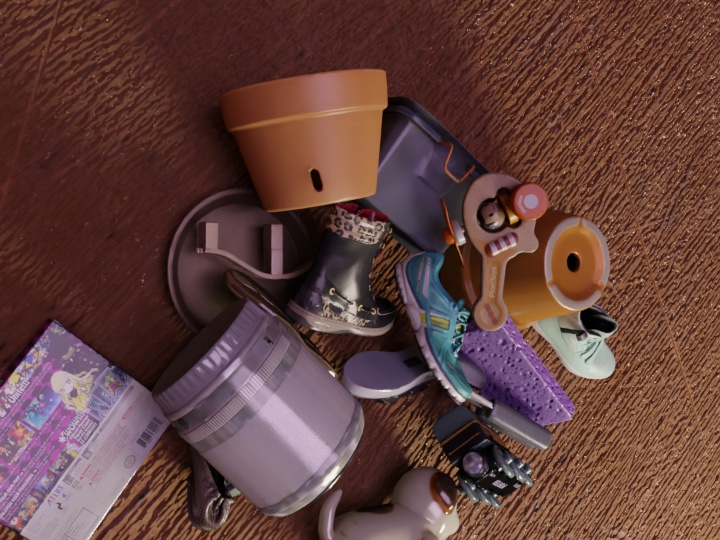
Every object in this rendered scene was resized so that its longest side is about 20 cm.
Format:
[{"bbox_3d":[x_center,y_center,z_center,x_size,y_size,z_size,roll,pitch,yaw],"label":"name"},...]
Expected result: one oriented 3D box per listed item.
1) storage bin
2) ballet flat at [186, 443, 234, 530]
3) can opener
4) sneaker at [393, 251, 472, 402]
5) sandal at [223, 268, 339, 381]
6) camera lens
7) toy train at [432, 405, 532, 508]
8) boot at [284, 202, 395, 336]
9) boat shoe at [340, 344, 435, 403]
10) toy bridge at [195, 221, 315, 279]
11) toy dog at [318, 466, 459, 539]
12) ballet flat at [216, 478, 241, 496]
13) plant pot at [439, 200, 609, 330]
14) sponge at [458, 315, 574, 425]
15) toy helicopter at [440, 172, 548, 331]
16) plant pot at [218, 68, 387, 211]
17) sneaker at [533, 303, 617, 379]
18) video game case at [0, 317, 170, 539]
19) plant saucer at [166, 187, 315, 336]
[{"bbox_3d":[0.076,-0.113,1.053,0.199,0.145,0.135,38,82,-25],"label":"storage bin"},{"bbox_3d":[-0.178,0.194,0.909,0.067,0.046,0.203,23,52,-57],"label":"ballet flat"},{"bbox_3d":[0.194,0.193,1.127,0.199,0.053,0.067,36,73,-16],"label":"can opener"},{"bbox_3d":[0.106,0.071,1.019,0.079,0.077,0.203,-20,84,6],"label":"sneaker"},{"bbox_3d":[-0.101,0.081,0.952,0.054,0.080,0.200,-40,116,-1],"label":"sandal"},{"bbox_3d":[-0.106,0.151,0.856,0.200,0.160,0.160,46,68,-13],"label":"camera lens"},{"bbox_3d":[0.170,0.258,1.088,0.085,0.115,0.200,-36,149,9],"label":"toy train"},{"bbox_3d":[0.000,0.000,0.988,0.199,0.073,0.152,7,108,-51],"label":"boot"},{"bbox_3d":[0.039,0.145,1.046,0.199,0.070,0.067,-11,137,-51],"label":"boat shoe"},{"bbox_3d":[-0.108,-0.023,0.965,0.198,0.027,0.068,-1,91,-32],"label":"toy bridge"},{"bbox_3d":[0.047,0.346,1.046,0.199,0.139,0.195,-33,87,-27],"label":"toy dog"},{"bbox_3d":[-0.106,0.221,0.978,0.200,0.074,0.075,-46,112,-21],"label":"ballet flat"},{"bbox_3d":[0.244,-0.010,1.118,0.198,0.182,0.203,0,90,-31],"label":"plant pot"},{"bbox_3d":[0.214,0.150,1.142,0.201,0.111,0.030,51,43,-21],"label":"sponge"},{"bbox_3d":[0.161,-0.024,1.006,0.130,0.079,0.203,3,96,-4],"label":"toy helicopter"},{"bbox_3d":[-0.057,-0.150,0.930,0.198,0.199,0.142,-14,99,-30],"label":"plant pot"},{"bbox_3d":[0.364,0.115,1.228,0.200,0.118,0.074,38,70,-26],"label":"sneaker"},{"bbox_3d":[-0.328,0.186,0.860,0.181,0.036,0.201,42,70,-25],"label":"video game case"},{"bbox_3d":[-0.146,0.000,0.974,0.198,0.029,0.203,-1,91,-31],"label":"plant saucer"}]
